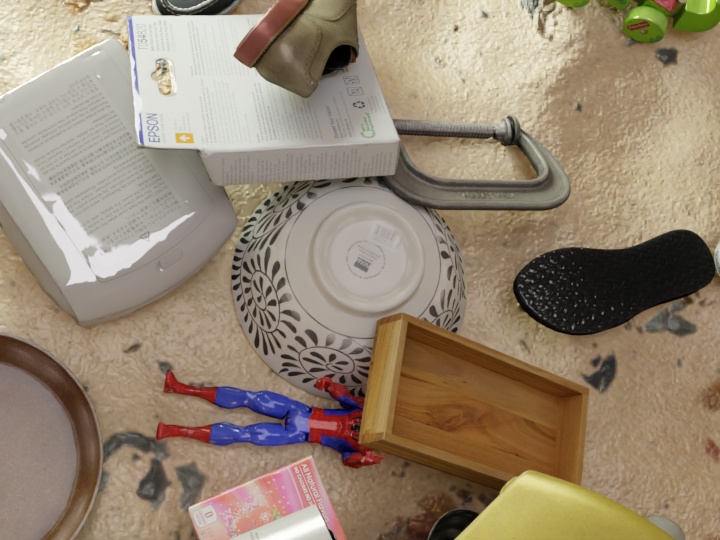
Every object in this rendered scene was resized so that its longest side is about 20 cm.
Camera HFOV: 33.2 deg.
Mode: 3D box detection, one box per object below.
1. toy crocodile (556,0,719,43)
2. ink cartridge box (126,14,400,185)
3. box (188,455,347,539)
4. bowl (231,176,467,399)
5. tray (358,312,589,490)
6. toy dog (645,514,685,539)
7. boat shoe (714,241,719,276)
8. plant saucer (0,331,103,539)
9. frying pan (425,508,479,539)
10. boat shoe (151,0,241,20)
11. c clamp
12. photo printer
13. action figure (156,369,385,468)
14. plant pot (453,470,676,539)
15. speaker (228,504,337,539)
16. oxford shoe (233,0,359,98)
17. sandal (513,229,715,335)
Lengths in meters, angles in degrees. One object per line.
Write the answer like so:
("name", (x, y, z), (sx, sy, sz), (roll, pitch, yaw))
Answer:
("toy crocodile", (0.237, -0.268, 1.104), (0.200, 0.062, 0.068), (25, 71, -2))
("ink cartridge box", (-0.084, -0.143, 0.974), (0.200, 0.041, 0.200), (-2, 42, -11))
("box", (-0.044, 0.250, 0.887), (0.103, 0.095, 0.200), (-21, 79, -12))
("bowl", (0.000, 0.000, 0.965), (0.201, 0.094, 0.201), (2, 77, -10))
("tray", (0.093, 0.112, 0.938), (0.200, 0.037, 0.099), (23, 65, -30))
("toy dog", (0.231, 0.292, 0.920), (0.096, 0.132, 0.200), (15, 81, 18))
("boat shoe", (0.404, -0.037, 1.063), (0.200, 0.057, 0.069), (-23, 80, -22))
("plant saucer", (-0.295, 0.145, 0.908), (0.200, 0.034, 0.200), (3, 73, -9))
("frying pan", (0.064, 0.257, 0.896), (0.115, 0.031, 0.190), (58, 40, -8))
("boat shoe", (-0.107, -0.291, 1.051), (0.076, 0.060, 0.200), (37, 72, 1))
("c clamp", (0.076, -0.107, 1.019), (0.200, 0.027, 0.171), (4, 39, -18))
("photo printer", (-0.207, -0.066, 0.964), (0.166, 0.069, 0.200), (-34, 83, -18))
("action figure", (-0.052, 0.114, 0.929), (0.200, 0.099, 0.065), (9, 74, -10))
("plant pot", (0.142, 0.244, 0.789), (0.194, 0.196, 0.200), (-44, 68, -3))
("speaker", (-0.104, 0.227, 0.796), (0.200, 0.081, 0.081), (-21, 79, -10))
("oxford shoe", (-0.031, -0.193, 0.975), (0.075, 0.070, 0.200), (42, 40, -5))
("sandal", (0.215, 0.015, 1.033), (0.200, 0.048, 0.075), (-10, 75, -25))
